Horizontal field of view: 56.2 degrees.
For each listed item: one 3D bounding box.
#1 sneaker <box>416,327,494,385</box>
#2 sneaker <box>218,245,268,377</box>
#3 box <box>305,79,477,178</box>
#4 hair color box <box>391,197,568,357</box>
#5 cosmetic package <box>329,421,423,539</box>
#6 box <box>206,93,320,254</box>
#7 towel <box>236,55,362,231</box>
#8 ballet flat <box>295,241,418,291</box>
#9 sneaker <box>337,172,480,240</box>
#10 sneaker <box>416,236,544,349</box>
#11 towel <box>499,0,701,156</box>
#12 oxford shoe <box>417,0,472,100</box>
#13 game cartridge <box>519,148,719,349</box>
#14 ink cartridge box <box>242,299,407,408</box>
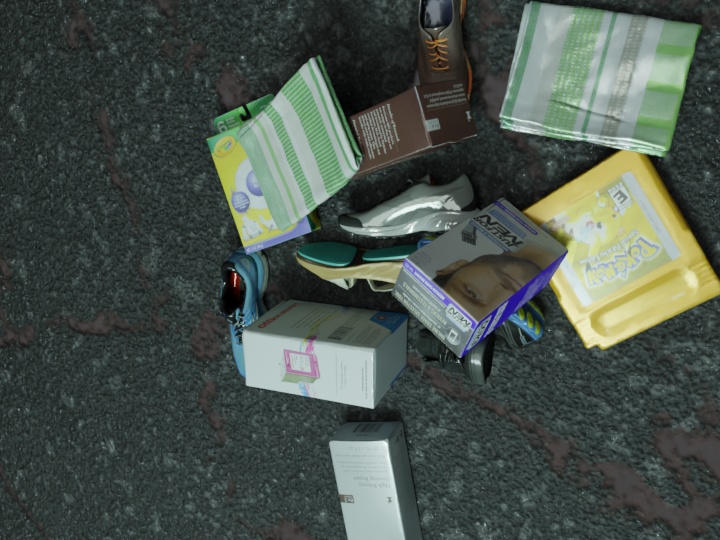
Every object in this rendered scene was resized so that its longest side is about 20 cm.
[{"bbox_3d":[0.114,0.102,0.846,0.102,0.200,0.062,10,85,15],"label":"sneaker"},{"bbox_3d":[-0.185,0.070,1.024,0.077,0.090,0.205,0,103,22],"label":"sneaker"},{"bbox_3d":[0.033,-0.165,0.831,0.197,0.099,0.077,-10,99,45],"label":"box"},{"bbox_3d":[0.141,0.001,0.780,0.109,0.198,0.066,41,139,21],"label":"hair color box"},{"bbox_3d":[0.025,0.333,1.008,0.099,0.074,0.205,-7,99,25],"label":"cosmetic package"},{"bbox_3d":[-0.143,-0.139,0.973,0.115,0.048,0.205,-17,94,20],"label":"box"},{"bbox_3d":[-0.082,-0.155,0.862,0.199,0.023,0.155,-27,85,48],"label":"towel"},{"bbox_3d":[0.000,0.000,0.942,0.195,0.069,0.064,3,118,24],"label":"ballet flat"},{"bbox_3d":[0.063,-0.082,0.895,0.195,0.074,0.082,-7,91,19],"label":"sneaker"},{"bbox_3d":[0.146,0.034,0.869,0.198,0.071,0.083,39,128,-8],"label":"sneaker"},{"bbox_3d":[0.267,-0.222,0.771,0.196,0.031,0.153,15,98,21],"label":"towel"},{"bbox_3d":[0.094,-0.268,0.826,0.070,0.073,0.205,-1,103,23],"label":"oxford shoe"},{"bbox_3d":[0.307,-0.023,0.818,0.175,0.032,0.203,-32,87,27],"label":"game cartridge"},{"bbox_3d":[-0.047,0.109,0.943,0.195,0.144,0.087,7,107,21],"label":"ink cartridge box"}]
